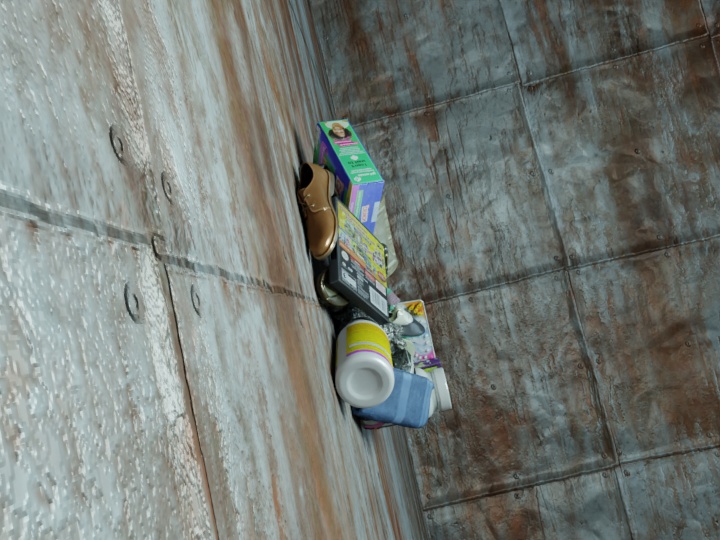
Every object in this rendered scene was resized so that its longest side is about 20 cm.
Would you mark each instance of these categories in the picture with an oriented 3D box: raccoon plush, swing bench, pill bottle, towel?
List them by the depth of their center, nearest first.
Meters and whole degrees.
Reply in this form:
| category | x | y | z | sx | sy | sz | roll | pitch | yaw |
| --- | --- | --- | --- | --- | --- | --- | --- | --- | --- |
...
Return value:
| category | x | y | z | sx | sy | sz | roll | pitch | yaw |
| --- | --- | --- | --- | --- | --- | --- | --- | --- | --- |
| pill bottle | 0.005 | 0.158 | 1.205 | 0.200 | 0.103 | 0.105 | -93 | 169 | -70 |
| raccoon plush | 0.019 | 0.112 | 1.334 | 0.201 | 0.133 | 0.097 | 73 | 6 | -53 |
| towel | 0.066 | 0.257 | 1.345 | 0.199 | 0.048 | 0.113 | 22 | 75 | -40 |
| pill bottle | 0.100 | 0.287 | 1.491 | 0.116 | 0.198 | 0.117 | -12 | 90 | -87 |
| swing bench | 0.013 | -0.101 | 1.686 | 0.200 | 0.129 | 0.200 | -129 | -158 | -55 |

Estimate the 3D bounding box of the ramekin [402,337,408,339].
| category | x | y | z | sx | sy | sz | roll | pitch | yaw |
| --- | --- | --- | --- | --- | --- | --- | --- | --- | --- |
| ramekin | 0.068 | 0.209 | 1.659 | 0.200 | 0.097 | 0.202 | 4 | 90 | -88 |

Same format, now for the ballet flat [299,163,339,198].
| category | x | y | z | sx | sy | sz | roll | pitch | yaw |
| --- | --- | --- | --- | --- | --- | --- | --- | --- | --- |
| ballet flat | -0.072 | -0.122 | 1.288 | 0.074 | 0.074 | 0.202 | 65 | 13 | -74 |

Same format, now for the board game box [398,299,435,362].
| category | x | y | z | sx | sy | sz | roll | pitch | yaw |
| --- | --- | --- | --- | --- | --- | --- | --- | --- | --- |
| board game box | 0.090 | 0.190 | 1.763 | 0.026 | 0.198 | 0.202 | -52 | 130 | -69 |

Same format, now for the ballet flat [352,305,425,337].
| category | x | y | z | sx | sy | sz | roll | pitch | yaw |
| --- | --- | --- | --- | --- | --- | --- | --- | --- | --- |
| ballet flat | 0.061 | 0.114 | 1.511 | 0.073 | 0.198 | 0.074 | -176 | -90 | -76 |

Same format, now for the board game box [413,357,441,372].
| category | x | y | z | sx | sy | sz | roll | pitch | yaw |
| --- | --- | --- | --- | --- | --- | --- | --- | --- | --- |
| board game box | 0.104 | 0.283 | 1.577 | 0.032 | 0.198 | 0.121 | -99 | 175 | -66 |

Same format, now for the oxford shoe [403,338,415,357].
| category | x | y | z | sx | sy | sz | roll | pitch | yaw |
| --- | --- | --- | --- | --- | --- | --- | --- | --- | --- |
| oxford shoe | 0.052 | 0.185 | 1.506 | 0.058 | 0.199 | 0.076 | 20 | -78 | 45 |

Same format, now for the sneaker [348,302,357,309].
| category | x | y | z | sx | sy | sz | roll | pitch | yaw |
| --- | --- | --- | --- | --- | --- | --- | --- | --- | --- |
| sneaker | -0.023 | 0.050 | 1.572 | 0.201 | 0.075 | 0.116 | 92 | -22 | -72 |

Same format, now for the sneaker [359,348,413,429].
| category | x | y | z | sx | sy | sz | roll | pitch | yaw |
| --- | --- | --- | --- | --- | --- | --- | --- | --- | --- |
| sneaker | 0.050 | 0.235 | 1.402 | 0.201 | 0.080 | 0.087 | -63 | 140 | -36 |

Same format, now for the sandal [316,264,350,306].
| category | x | y | z | sx | sy | sz | roll | pitch | yaw |
| --- | --- | --- | --- | --- | --- | --- | --- | --- | --- |
| sandal | -0.046 | 0.013 | 1.243 | 0.082 | 0.054 | 0.200 | 65 | 21 | -17 |

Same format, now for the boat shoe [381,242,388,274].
| category | x | y | z | sx | sy | sz | roll | pitch | yaw |
| --- | --- | --- | --- | --- | --- | --- | --- | --- | --- |
| boat shoe | 0.037 | 0.003 | 1.543 | 0.202 | 0.060 | 0.072 | 86 | -20 | -63 |

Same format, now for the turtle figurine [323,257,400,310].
| category | x | y | z | sx | sy | sz | roll | pitch | yaw |
| --- | --- | --- | --- | --- | --- | --- | --- | --- | --- |
| turtle figurine | 0.000 | 0.000 | 1.394 | 0.200 | 0.100 | 0.150 | 52 | 3 | -6 |

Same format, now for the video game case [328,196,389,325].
| category | x | y | z | sx | sy | sz | roll | pitch | yaw |
| --- | --- | --- | --- | --- | --- | --- | --- | --- | --- |
| video game case | -0.004 | -0.015 | 1.257 | 0.200 | 0.025 | 0.182 | 42 | 37 | -50 |

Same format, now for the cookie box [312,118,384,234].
| category | x | y | z | sx | sy | sz | roll | pitch | yaw |
| --- | --- | --- | --- | --- | --- | --- | --- | --- | --- |
| cookie box | -0.032 | -0.184 | 1.361 | 0.172 | 0.075 | 0.201 | 102 | -32 | -48 |

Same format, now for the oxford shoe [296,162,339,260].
| category | x | y | z | sx | sy | sz | roll | pitch | yaw |
| --- | --- | --- | --- | --- | --- | --- | --- | --- | --- |
| oxford shoe | -0.087 | -0.110 | 1.189 | 0.071 | 0.071 | 0.201 | 29 | 43 | -44 |
